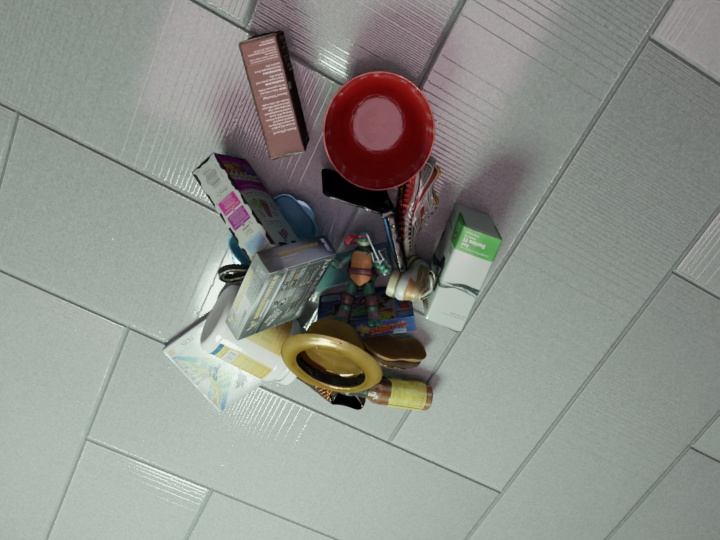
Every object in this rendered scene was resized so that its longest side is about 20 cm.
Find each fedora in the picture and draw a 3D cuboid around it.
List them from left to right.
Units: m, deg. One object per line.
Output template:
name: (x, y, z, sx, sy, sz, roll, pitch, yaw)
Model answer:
fedora: (-0.049, 0.150, 1.121, 0.195, 0.083, 0.203, 8, 142, 6)

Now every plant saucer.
plant saucer: (-0.029, -0.001, 1.256, 0.195, 0.019, 0.071, -14, 113, 5)

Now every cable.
cable: (-0.176, 0.013, 1.186, 0.196, 0.051, 0.097, 4, 149, -35)

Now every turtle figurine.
turtle figurine: (0.000, 0.000, 1.142, 0.147, 0.100, 0.206, 2, 90, 29)

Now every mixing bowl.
mixing bowl: (0.032, -0.258, 1.092, 0.195, 0.109, 0.205, 0, 112, 0)

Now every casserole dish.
casserole dish: (-0.175, -0.072, 1.213, 0.199, 0.039, 0.122, -37, 108, 14)

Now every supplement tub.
supplement tub: (-0.213, 0.136, 1.239, 0.198, 0.146, 0.145, 32, 110, -22)

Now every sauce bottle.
sauce bottle: (0.062, 0.266, 1.327, 0.196, 0.066, 0.067, 14, 114, -21)

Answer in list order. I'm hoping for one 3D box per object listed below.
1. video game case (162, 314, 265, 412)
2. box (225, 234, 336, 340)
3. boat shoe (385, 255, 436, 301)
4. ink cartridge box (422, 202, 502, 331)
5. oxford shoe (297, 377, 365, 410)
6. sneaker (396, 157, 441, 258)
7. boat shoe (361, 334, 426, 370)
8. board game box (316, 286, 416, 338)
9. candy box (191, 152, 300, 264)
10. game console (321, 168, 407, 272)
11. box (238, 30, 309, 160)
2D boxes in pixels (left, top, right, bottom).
video game case: (-0.308, 0.199, 1.340, 0.180, 0.022, 0.201, -33, 110, 14)
box: (-0.148, 0.032, 1.106, 0.049, 0.156, 0.201, 52, 135, 21)
boat shoe: (0.107, 0.024, 1.150, 0.067, 0.200, 0.076, 22, 108, 14)
ink cartridge box: (0.191, -0.008, 1.183, 0.081, 0.147, 0.204, 17, 112, -6)
oxford shoe: (-0.073, 0.247, 1.333, 0.196, 0.073, 0.072, 23, 113, -10)
sneaker: (0.114, -0.115, 1.175, 0.080, 0.078, 0.204, 1, 119, -11)
boat shoe: (0.055, 0.175, 1.270, 0.198, 0.072, 0.070, 23, 131, -40)
board game box: (0.010, 0.085, 1.229, 0.195, 0.136, 0.035, -8, 117, 4)
candy box: (-0.204, -0.111, 1.106, 0.061, 0.136, 0.202, -36, 84, 15)
game console: (0.005, -0.097, 1.109, 0.114, 0.201, 0.180, -14, 112, 1)
box: (-0.150, -0.312, 1.075, 0.073, 0.101, 0.204, -10, 114, 4)
